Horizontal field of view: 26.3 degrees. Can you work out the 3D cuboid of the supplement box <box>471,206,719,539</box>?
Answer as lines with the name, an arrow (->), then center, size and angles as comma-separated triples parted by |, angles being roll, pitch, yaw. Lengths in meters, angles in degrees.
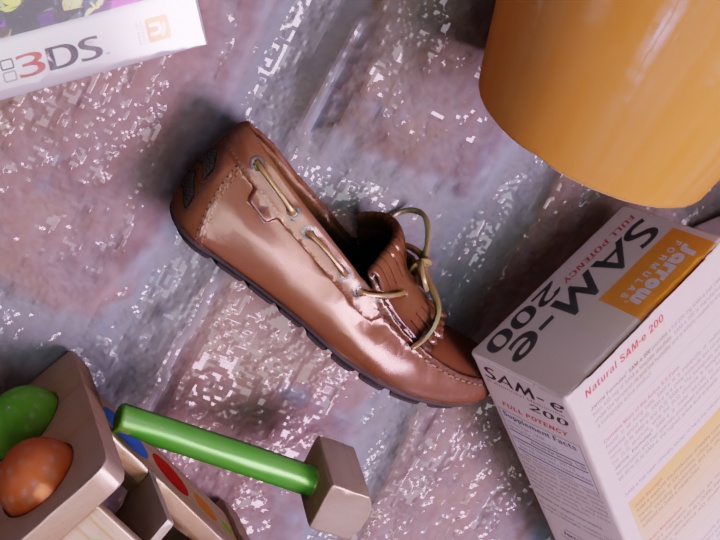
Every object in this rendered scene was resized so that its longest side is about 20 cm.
supplement box -> 0.153, 0.085, 0.826 | 0.126, 0.073, 0.201 | -41, 127, -22

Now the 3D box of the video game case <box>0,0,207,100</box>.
video game case -> -0.173, -0.171, 0.658 | 0.180, 0.036, 0.202 | -17, 116, -14

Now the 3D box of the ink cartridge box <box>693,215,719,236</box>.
ink cartridge box -> 0.304, -0.001, 0.832 | 0.198, 0.146, 0.085 | -21, 118, -9

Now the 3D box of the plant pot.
plant pot -> 0.146, -0.138, 0.708 | 0.199, 0.201, 0.184 | 11, 122, -23

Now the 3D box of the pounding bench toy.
pounding bench toy -> -0.111, 0.117, 0.747 | 0.200, 0.124, 0.156 | -41, 118, 0

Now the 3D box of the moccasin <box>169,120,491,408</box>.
moccasin -> 0.000, -0.001, 0.772 | 0.201, 0.074, 0.078 | 40, 103, -20
